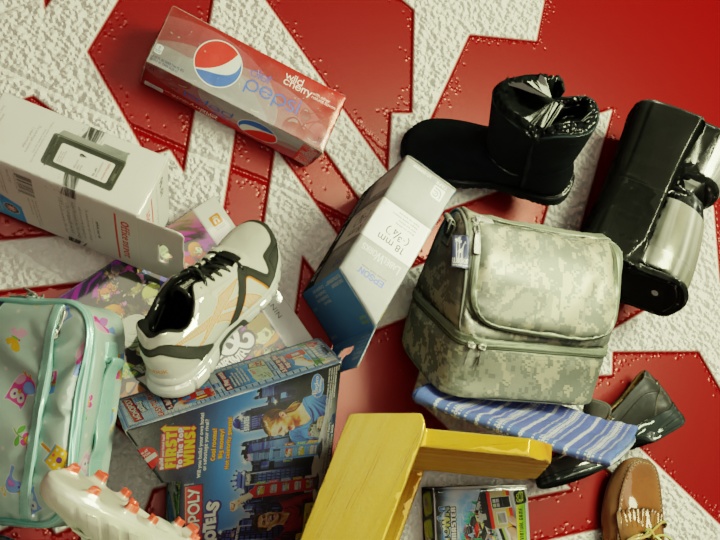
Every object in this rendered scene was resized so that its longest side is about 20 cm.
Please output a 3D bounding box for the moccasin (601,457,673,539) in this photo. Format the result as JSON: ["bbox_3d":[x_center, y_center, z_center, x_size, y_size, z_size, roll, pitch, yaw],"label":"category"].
[{"bbox_3d":[0.293,0.301,1.053,0.073,0.078,0.204,16,75,-14],"label":"moccasin"}]

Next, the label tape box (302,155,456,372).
[{"bbox_3d":[0.000,0.000,0.981,0.063,0.144,0.201,33,71,-9],"label":"label tape box"}]

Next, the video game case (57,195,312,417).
[{"bbox_3d":[-0.172,0.055,0.972,0.199,0.036,0.182,-35,91,-21],"label":"video game case"}]

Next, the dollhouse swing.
[{"bbox_3d":[0.059,0.222,0.900,0.174,0.200,0.184,19,74,9],"label":"dollhouse swing"}]

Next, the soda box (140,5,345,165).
[{"bbox_3d":[-0.120,-0.186,1.022,0.198,0.063,0.071,26,73,-12],"label":"soda box"}]

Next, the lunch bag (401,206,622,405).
[{"bbox_3d":[0.153,0.031,0.993,0.197,0.139,0.170,8,107,-21],"label":"lunch bag"}]

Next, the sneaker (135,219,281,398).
[{"bbox_3d":[-0.133,0.019,0.906,0.073,0.081,0.201,11,49,22],"label":"sneaker"}]

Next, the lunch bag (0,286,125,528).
[{"bbox_3d":[-0.285,0.117,0.861,0.158,0.077,0.203,0,80,23],"label":"lunch bag"}]

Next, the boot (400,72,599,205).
[{"bbox_3d":[0.136,-0.145,1.016,0.198,0.169,0.077,17,69,10],"label":"boot"}]

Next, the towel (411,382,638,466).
[{"bbox_3d":[0.162,0.139,0.969,0.198,0.144,0.024,16,99,25],"label":"towel"}]

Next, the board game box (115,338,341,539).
[{"bbox_3d":[-0.126,0.171,0.920,0.197,0.062,0.203,-1,109,-24],"label":"board game box"}]

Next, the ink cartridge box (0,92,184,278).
[{"bbox_3d":[-0.240,-0.071,0.910,0.198,0.116,0.068,22,65,-1],"label":"ink cartridge box"}]

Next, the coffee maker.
[{"bbox_3d":[0.304,-0.082,1.103,0.191,0.135,0.202,29,71,-9],"label":"coffee maker"}]

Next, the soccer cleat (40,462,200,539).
[{"bbox_3d":[-0.194,0.225,0.814,0.078,0.069,0.200,-52,137,-9],"label":"soccer cleat"}]

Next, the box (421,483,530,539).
[{"bbox_3d":[0.120,0.323,1.016,0.109,0.035,0.203,2,79,-17],"label":"box"}]

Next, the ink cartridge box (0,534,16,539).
[{"bbox_3d":[-0.302,0.294,0.795,0.143,0.200,0.149,23,73,-12],"label":"ink cartridge box"}]

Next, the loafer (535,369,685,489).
[{"bbox_3d":[0.258,0.174,1.077,0.198,0.073,0.073,-20,77,-30],"label":"loafer"}]
